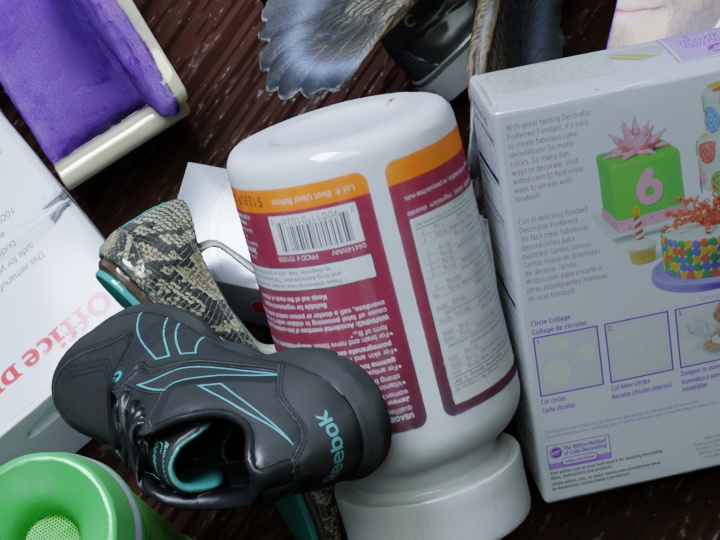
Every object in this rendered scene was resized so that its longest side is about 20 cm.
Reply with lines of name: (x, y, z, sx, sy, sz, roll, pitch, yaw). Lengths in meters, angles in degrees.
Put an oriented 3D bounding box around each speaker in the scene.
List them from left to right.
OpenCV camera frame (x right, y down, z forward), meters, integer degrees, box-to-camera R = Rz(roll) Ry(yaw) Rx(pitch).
speaker: (-0.118, 0.147, 0.955, 0.087, 0.200, 0.089, -4, 69, 11)

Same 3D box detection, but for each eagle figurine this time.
eagle figurine: (0.055, -0.152, 1.011, 0.152, 0.150, 0.201, 42, 113, 36)

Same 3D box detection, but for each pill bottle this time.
pill bottle: (0.013, 0.027, 0.948, 0.108, 0.110, 0.202, -13, 104, 7)

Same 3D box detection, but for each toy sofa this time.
toy sofa: (-0.175, -0.150, 1.084, 0.082, 0.098, 0.201, -32, 102, -5)

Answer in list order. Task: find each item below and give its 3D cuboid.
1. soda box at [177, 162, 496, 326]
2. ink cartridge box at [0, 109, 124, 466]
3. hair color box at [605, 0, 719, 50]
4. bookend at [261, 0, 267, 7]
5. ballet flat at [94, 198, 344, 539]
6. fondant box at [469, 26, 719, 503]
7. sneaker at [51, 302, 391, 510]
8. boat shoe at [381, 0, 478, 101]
soda box: (0.000, 0.000, 1.056, 0.198, 0.068, 0.064, 11, 72, 16)
ink cartridge box: (-0.208, 0.009, 1.088, 0.145, 0.084, 0.200, -40, 66, -4)
hair color box: (0.183, -0.105, 1.059, 0.108, 0.065, 0.202, 9, 71, 16)
bookend: (-0.085, -0.225, 1.144, 0.198, 0.092, 0.200, -22, 67, 5)
ballet flat: (-0.048, 0.049, 1.010, 0.075, 0.068, 0.201, -39, 103, -14)
fondant box: (0.137, -0.003, 0.955, 0.143, 0.202, 0.058, -11, 25, -4)
sneaker: (-0.081, 0.063, 0.917, 0.199, 0.079, 0.076, 3, 113, 42)
boat shoe: (0.082, -0.185, 1.098, 0.066, 0.070, 0.200, 41, 88, -17)
